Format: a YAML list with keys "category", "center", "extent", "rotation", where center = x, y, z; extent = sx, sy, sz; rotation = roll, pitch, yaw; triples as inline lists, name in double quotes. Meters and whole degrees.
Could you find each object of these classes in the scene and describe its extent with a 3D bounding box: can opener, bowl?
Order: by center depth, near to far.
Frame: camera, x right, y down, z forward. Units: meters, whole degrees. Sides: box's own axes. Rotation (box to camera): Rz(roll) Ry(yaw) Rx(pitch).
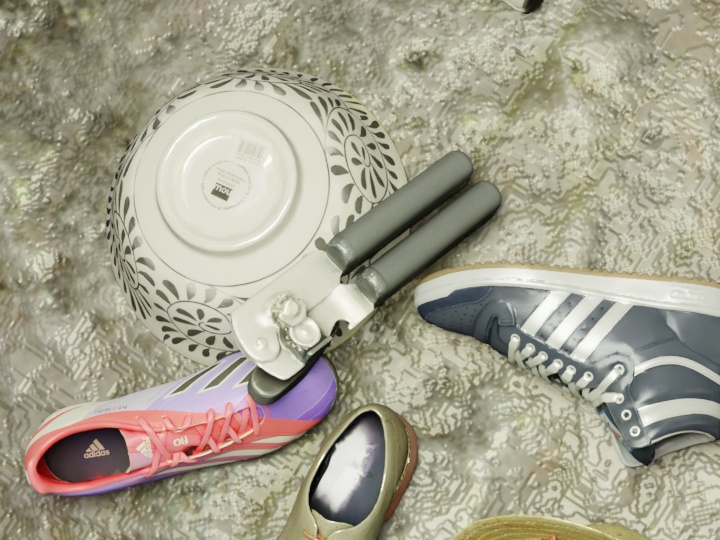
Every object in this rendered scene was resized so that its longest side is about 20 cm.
- category: "can opener"
  center: [0.000, 0.000, 1.325]
  extent: [0.200, 0.067, 0.053]
  rotation: [-39, 80, -23]
- category: "bowl"
  center: [-0.073, -0.043, 1.366]
  extent: [0.199, 0.094, 0.202]
  rotation: [-2, 77, 9]

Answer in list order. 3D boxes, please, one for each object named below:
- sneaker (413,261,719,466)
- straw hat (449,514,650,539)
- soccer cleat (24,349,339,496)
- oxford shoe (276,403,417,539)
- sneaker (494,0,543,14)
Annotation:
- category: "sneaker"
  center: [0.127, 0.057, 1.319]
  extent: [0.198, 0.070, 0.109]
  rotation: [4, 76, 8]
- category: "straw hat"
  center: [0.143, 0.196, 1.272]
  extent: [0.200, 0.202, 0.085]
  rotation: [23, 39, 14]
- category: "soccer cleat"
  center: [-0.109, 0.097, 1.341]
  extent: [0.199, 0.073, 0.069]
  rotation: [-15, 99, 8]
- category: "oxford shoe"
  center: [-0.026, 0.171, 1.316]
  extent: [0.070, 0.074, 0.201]
  rotation: [16, 80, 13]
- category: "sneaker"
  center: [0.094, -0.269, 1.399]
  extent: [0.090, 0.078, 0.201]
  rotation: [14, 80, 15]
